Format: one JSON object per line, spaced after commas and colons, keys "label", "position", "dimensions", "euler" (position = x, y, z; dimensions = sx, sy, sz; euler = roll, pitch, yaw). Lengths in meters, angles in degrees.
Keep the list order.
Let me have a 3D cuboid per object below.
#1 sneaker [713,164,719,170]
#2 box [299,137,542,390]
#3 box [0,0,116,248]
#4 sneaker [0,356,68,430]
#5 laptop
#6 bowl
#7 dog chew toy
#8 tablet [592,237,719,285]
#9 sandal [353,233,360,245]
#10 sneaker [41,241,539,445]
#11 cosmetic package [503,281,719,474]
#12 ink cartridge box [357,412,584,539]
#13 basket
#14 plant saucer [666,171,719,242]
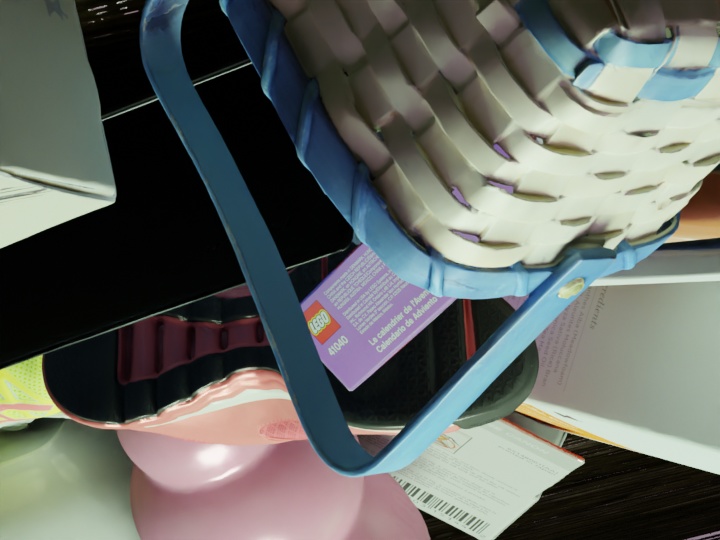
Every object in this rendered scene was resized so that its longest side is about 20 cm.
{"label": "sneaker", "position": [0.208, -0.079, 0.923], "dimensions": [0.200, 0.092, 0.076], "euler": [-31, 173, -12]}
{"label": "box", "position": [0.070, -0.051, 0.905], "dimensions": [0.200, 0.039, 0.137], "euler": [-44, 180, 42]}
{"label": "box", "position": [-0.183, -0.030, 0.854], "dimensions": [0.200, 0.082, 0.068], "euler": [-23, 163, 27]}
{"label": "sneaker", "position": [-0.175, 0.038, 1.150], "dimensions": [0.090, 0.078, 0.200], "euler": [-5, 164, -26]}
{"label": "laptop", "position": [-0.057, -0.011, 0.975], "dimensions": [0.187, 0.116, 0.200], "euler": [-18, 161, 20]}
{"label": "bowl", "position": [-0.170, 0.102, 1.285], "dimensions": [0.199, 0.075, 0.200], "euler": [-19, -157, 24]}
{"label": "dog chew toy", "position": [-0.046, 0.103, 1.158], "dimensions": [0.124, 0.125, 0.200], "euler": [-17, 124, 13]}
{"label": "tablet", "position": [0.153, -0.006, 0.928], "dimensions": [0.130, 0.014, 0.200], "euler": [-2, -178, 35]}
{"label": "sandal", "position": [-0.005, 0.001, 1.081], "dimensions": [0.202, 0.050, 0.082], "euler": [7, -168, 44]}
{"label": "sneaker", "position": [-0.022, 0.034, 1.036], "dimensions": [0.200, 0.074, 0.087], "euler": [-1, 167, 17]}
{"label": "cosmetic package", "position": [0.131, 0.040, 1.057], "dimensions": [0.200, 0.071, 0.101], "euler": [13, 172, 45]}
{"label": "ink cartridge box", "position": [0.001, 0.048, 1.195], "dimensions": [0.200, 0.045, 0.176], "euler": [27, 159, -3]}
{"label": "basket", "position": [0.021, -0.056, 0.752], "dimensions": [0.139, 0.177, 0.200], "euler": [-4, 153, -48]}
{"label": "plant saucer", "position": [0.131, -0.030, 1.079], "dimensions": [0.200, 0.038, 0.200], "euler": [10, 166, 3]}
